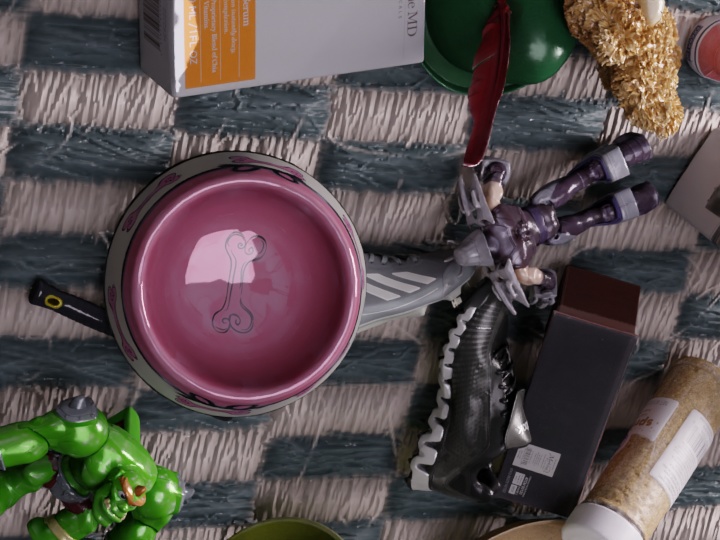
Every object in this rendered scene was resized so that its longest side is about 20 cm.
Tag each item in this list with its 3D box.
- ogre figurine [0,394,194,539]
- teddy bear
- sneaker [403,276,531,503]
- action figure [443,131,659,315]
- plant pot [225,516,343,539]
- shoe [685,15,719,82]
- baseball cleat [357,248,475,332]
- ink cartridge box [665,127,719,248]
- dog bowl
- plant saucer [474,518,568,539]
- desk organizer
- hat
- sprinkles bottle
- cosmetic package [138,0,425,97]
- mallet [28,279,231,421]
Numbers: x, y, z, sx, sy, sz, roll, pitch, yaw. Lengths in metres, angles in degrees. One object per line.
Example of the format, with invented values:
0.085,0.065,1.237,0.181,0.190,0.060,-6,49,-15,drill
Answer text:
-0.214,0.161,1.681,0.120,0.098,0.200,-35,110,12,ogre figurine
0.217,-0.177,1.710,0.200,0.067,0.145,60,37,-48,teddy bear
0.104,0.103,1.810,0.066,0.090,0.200,-30,139,-62,sneaker
0.147,-0.040,1.774,0.200,0.069,0.130,-24,104,-27,action figure
-0.022,0.322,1.813,0.187,0.187,0.200,-50,138,1,plant pot
0.370,-0.163,1.831,0.200,0.091,0.072,5,110,-29,shoe
0.000,0.000,1.729,0.200,0.070,0.107,-24,103,-30,baseball cleat
0.366,-0.021,1.831,0.147,0.200,0.083,27,102,-33,ink cartridge box
-0.088,0.012,1.637,0.200,0.074,0.201,0,92,-9,dog bowl
0.134,0.285,1.934,0.200,0.035,0.201,-12,127,-17,plant saucer
0.173,0.101,1.858,0.072,0.077,0.200,16,125,2,desk organizer
0.140,-0.174,1.653,0.165,0.176,0.200,17,104,-33,hat
0.247,0.165,1.891,0.200,0.068,0.068,-52,129,-27,sprinkles bottle
-0.056,-0.193,1.608,0.200,0.071,0.102,-11,117,-23,cosmetic package
-0.167,0.061,1.694,0.200,0.041,0.066,18,106,-27,mallet
